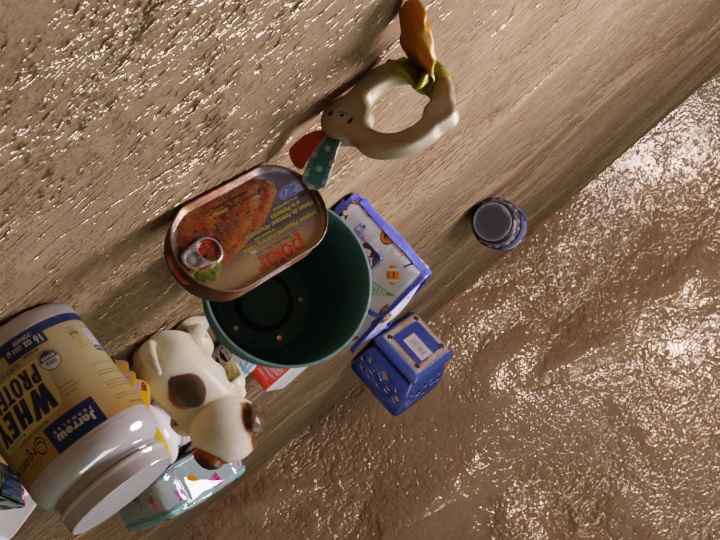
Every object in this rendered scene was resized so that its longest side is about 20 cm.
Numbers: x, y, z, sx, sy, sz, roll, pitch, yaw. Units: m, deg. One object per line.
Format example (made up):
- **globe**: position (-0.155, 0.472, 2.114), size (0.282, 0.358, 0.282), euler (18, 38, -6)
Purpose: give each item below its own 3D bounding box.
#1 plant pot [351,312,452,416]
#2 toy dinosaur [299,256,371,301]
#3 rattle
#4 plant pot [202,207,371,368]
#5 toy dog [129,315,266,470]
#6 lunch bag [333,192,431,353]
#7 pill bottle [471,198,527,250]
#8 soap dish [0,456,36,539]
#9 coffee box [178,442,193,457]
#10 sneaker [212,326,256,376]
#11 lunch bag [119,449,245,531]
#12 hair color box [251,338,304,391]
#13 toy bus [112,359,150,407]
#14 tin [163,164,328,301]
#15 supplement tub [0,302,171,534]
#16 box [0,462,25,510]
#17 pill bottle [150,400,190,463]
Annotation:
- **plant pot**: position (0.124, 0.248, 3.089), size (0.200, 0.200, 0.180), euler (-30, 161, -39)
- **toy dinosaur**: position (-0.071, 0.016, 1.560), size (0.086, 0.136, 0.200), euler (-34, 169, -30)
- **rattle**: position (-0.005, -0.179, 1.174), size (0.199, 0.131, 0.143), euler (-15, 162, 11)
- **plant pot**: position (-0.102, 0.027, 1.360), size (0.200, 0.201, 0.161), euler (-36, 180, -19)
- **toy dog**: position (-0.212, 0.171, 1.527), size (0.139, 0.200, 0.194), euler (-38, 170, -10)
- **lunch bag**: position (0.000, 0.000, 1.660), size (0.124, 0.170, 0.200), euler (-37, 172, -42)
- **pill bottle**: position (0.307, -0.103, 2.479), size (0.112, 0.112, 0.200), euler (-42, 170, 10)
- **soap dish**: position (-0.497, 0.309, 1.425), size (0.157, 0.081, 0.200), euler (-28, 165, -48)
- **coffee box**: position (-0.358, 0.314, 1.944), size (0.113, 0.080, 0.200), euler (-29, 165, -45)
- **sneaker**: position (-0.223, 0.156, 1.801), size (0.072, 0.072, 0.200), euler (-13, 149, -50)
- **lunch bag**: position (-0.293, 0.347, 1.814), size (0.160, 0.077, 0.200), euler (-30, 177, 40)
- **hair color box**: position (-0.113, 0.146, 2.168), size (0.200, 0.064, 0.111), euler (-40, 169, 9)
- **toy bus**: position (-0.335, 0.195, 1.477), size (0.078, 0.065, 0.200), euler (13, 140, -25)
- **tin**: position (-0.122, -0.040, 1.206), size (0.200, 0.112, 0.042), euler (-32, 167, -36)
- **supplement tub**: position (-0.298, 0.150, 1.130), size (0.144, 0.200, 0.144), euler (-39, 170, -8)
- **box**: position (-0.449, 0.227, 1.109), size (0.198, 0.040, 0.137), euler (-8, 163, -6)
- **pill bottle**: position (-0.353, 0.275, 1.704), size (0.200, 0.113, 0.113), euler (-34, 168, -30)
